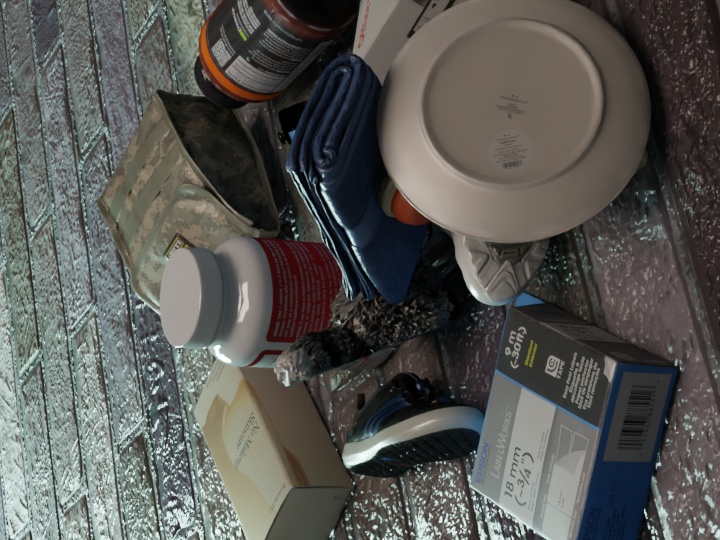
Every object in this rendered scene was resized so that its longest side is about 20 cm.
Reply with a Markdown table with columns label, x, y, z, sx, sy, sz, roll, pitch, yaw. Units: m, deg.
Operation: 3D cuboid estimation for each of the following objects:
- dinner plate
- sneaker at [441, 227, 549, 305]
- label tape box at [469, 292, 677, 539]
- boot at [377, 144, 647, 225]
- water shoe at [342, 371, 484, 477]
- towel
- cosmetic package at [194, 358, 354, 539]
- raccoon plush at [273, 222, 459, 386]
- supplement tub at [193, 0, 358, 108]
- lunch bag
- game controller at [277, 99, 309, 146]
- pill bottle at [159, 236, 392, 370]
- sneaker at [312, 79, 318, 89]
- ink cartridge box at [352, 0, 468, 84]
| label | x | y | z | sx | sy | sz | roll | pitch | yaw |
| --- | --- | --- | --- | --- | --- | --- | --- | --- | --- |
| dinner plate | 0.108 | -0.116 | 1.179 | 0.024 | 0.197 | 0.203 | 66 | -167 | -67 |
| sneaker | 0.097 | -0.046 | 1.311 | 0.100 | 0.077 | 0.202 | 117 | 157 | -49 |
| label tape box | 0.137 | 0.108 | 1.230 | 0.199 | 0.063 | 0.146 | 28 | 110 | 56 |
| boot | 0.111 | -0.073 | 1.208 | 0.198 | 0.075 | 0.108 | -29 | 63 | 6 |
| water shoe | 0.038 | 0.120 | 1.380 | 0.200 | 0.071 | 0.080 | -28 | 53 | 58 |
| towel | 0.000 | -0.066 | 1.257 | 0.048 | 0.201 | 0.113 | 9 | 62 | 24 |
| cosmetic package | -0.087 | 0.171 | 1.588 | 0.201 | 0.070 | 0.106 | 59 | 134 | 44 |
| raccoon plush | 0.000 | 0.000 | 1.355 | 0.096 | 0.199 | 0.136 | -24 | 86 | 41 |
| supplement tub | -0.091 | -0.233 | 1.608 | 0.200 | 0.106 | 0.108 | -35 | 57 | 52 |
| lunch bag | -0.168 | -0.053 | 1.678 | 0.165 | 0.117 | 0.201 | -55 | 51 | 36 |
| game controller | -0.039 | -0.101 | 1.491 | 0.200 | 0.042 | 0.106 | -157 | 50 | -82 |
| pill bottle | -0.071 | 0.029 | 1.453 | 0.112 | 0.198 | 0.114 | -11 | 77 | 57 |
| sneaker | 0.017 | -0.142 | 1.468 | 0.079 | 0.074 | 0.200 | -39 | 26 | -3 |
| ink cartridge box | 0.075 | -0.250 | 1.312 | 0.147 | 0.083 | 0.201 | -81 | 19 | -45 |
